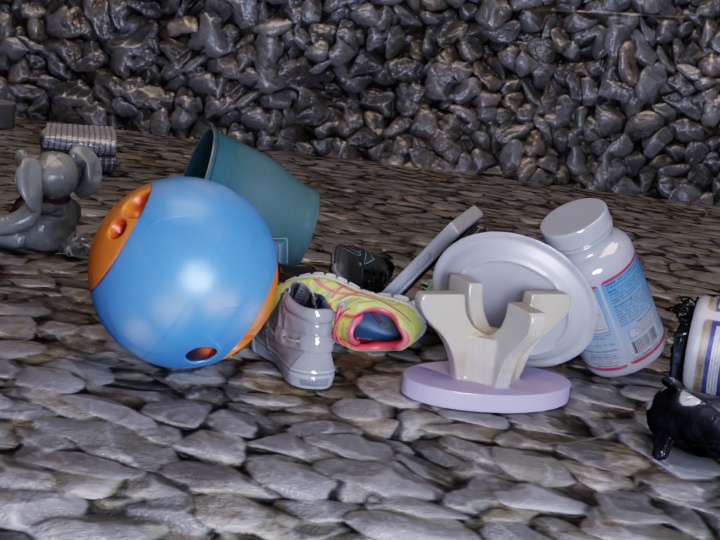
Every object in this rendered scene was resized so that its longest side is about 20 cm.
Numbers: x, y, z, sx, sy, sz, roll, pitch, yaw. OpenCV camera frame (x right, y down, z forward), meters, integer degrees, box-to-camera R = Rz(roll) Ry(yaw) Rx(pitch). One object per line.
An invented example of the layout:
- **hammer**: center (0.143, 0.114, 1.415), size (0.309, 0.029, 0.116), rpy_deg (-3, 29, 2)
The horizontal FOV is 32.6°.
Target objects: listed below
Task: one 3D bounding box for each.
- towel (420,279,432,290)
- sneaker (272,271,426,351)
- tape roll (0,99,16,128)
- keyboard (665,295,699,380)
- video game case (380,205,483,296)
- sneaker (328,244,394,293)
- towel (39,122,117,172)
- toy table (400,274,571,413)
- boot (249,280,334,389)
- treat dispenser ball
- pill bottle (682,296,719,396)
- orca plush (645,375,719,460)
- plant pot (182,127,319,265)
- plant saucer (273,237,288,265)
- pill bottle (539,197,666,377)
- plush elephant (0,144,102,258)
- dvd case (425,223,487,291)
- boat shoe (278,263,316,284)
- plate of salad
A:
- **towel**: center (0.196, 0.039, 1.805), size (0.199, 0.031, 0.149), rpy_deg (11, 13, 19)
- **sneaker**: center (-0.022, 0.055, 1.472), size (0.199, 0.079, 0.090), rpy_deg (7, 18, 7)
- **tape roll**: center (-1.019, -0.423, 3.274), size (0.199, 0.067, 0.200), rpy_deg (8, 11, -1)
- **keyboard**: center (0.392, 0.079, 1.529), size (0.039, 0.105, 0.200), rpy_deg (11, 11, 17)
- **video game case**: center (0.080, -0.007, 1.636), size (0.023, 0.182, 0.200), rpy_deg (46, 16, 3)
- **sneaker**: center (0.000, 0.000, 1.762), size (0.079, 0.076, 0.200), rpy_deg (11, 12, 8)
- **towel**: center (-0.622, -0.268, 2.706), size (0.165, 0.086, 0.200), rpy_deg (2, 14, -16)
- **toy table**: center (0.142, 0.080, 1.342), size (0.199, 0.118, 0.184), rpy_deg (-2, 14, -35)
- **boot**: center (-0.071, 0.057, 1.368), size (0.073, 0.096, 0.200), rpy_deg (2, 12, -23)
- **treat dispenser ball**: center (-0.186, 0.002, 1.297), size (0.200, 0.202, 0.201), rpy_deg (7, 11, -1)
- **pill bottle**: center (0.487, 0.103, 1.442), size (0.199, 0.116, 0.116), rpy_deg (11, 12, 20)
- **orca plush**: center (0.323, 0.172, 1.197), size (0.105, 0.071, 0.200), rpy_deg (52, -6, -27)
- **plant pot**: center (-0.169, -0.085, 1.831), size (0.187, 0.201, 0.200), rpy_deg (20, 7, -18)
- **plant saucer**: center (-0.188, -0.011, 1.713), size (0.199, 0.070, 0.019), rpy_deg (-1, 2, -37)
- **pill bottle**: center (0.286, 0.019, 1.472), size (0.108, 0.201, 0.109), rpy_deg (-21, 25, 10)
- **plush elephant**: center (-0.467, -0.111, 1.806), size (0.199, 0.156, 0.164), rpy_deg (13, 13, 31)
- **dvd case**: center (0.108, 0.014, 1.596), size (0.022, 0.146, 0.200), rpy_deg (33, 16, 4)
- **boat shoe**: center (-0.141, -0.003, 1.685), size (0.199, 0.074, 0.074), rpy_deg (-2, 14, -38)
- **plate of salad**: center (0.181, 0.031, 1.435), size (0.199, 0.201, 0.048), rpy_deg (11, 41, 19)
